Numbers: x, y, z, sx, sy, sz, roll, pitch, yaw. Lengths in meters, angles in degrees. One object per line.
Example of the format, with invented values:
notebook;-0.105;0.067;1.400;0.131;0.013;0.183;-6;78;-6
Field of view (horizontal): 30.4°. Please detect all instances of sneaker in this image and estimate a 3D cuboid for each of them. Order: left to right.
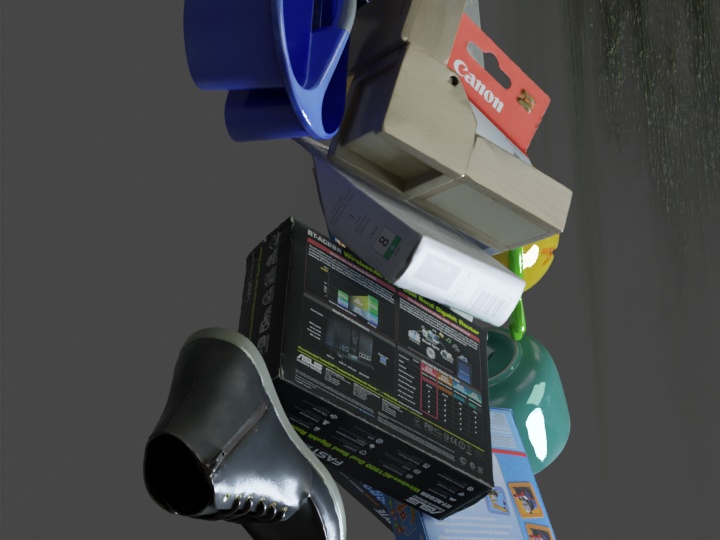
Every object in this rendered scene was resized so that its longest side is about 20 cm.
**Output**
sneaker;-0.078;0.145;0.845;0.200;0.075;0.106;64;29;-26

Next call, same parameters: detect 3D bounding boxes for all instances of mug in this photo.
mug;0.132;0.141;1.377;0.185;0.152;0.114;-75;152;-51

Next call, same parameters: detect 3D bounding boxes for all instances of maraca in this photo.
maraca;0.147;-0.028;1.335;0.137;0.107;0.200;-91;174;-63

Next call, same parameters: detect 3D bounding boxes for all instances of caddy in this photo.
caddy;-0.053;-0.187;0.974;0.141;0.105;0.200;59;29;-55

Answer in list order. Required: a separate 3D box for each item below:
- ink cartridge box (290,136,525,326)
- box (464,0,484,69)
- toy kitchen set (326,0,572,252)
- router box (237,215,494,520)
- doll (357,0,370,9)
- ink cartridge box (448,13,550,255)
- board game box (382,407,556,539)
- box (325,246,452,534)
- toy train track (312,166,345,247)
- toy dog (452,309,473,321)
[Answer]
ink cartridge box;0.018;-0.039;1.054;0.161;0.200;0.050;21;103;-52
box;0.064;-0.205;1.363;0.128;0.109;0.200;20;65;-72
toy kitchen set;0.066;-0.138;1.077;0.180;0.163;0.200;27;66;-24
router box;0.005;0.072;0.961;0.200;0.062;0.150;31;41;-27
doll;-0.010;-0.251;1.116;0.200;0.136;0.048;38;20;-37
ink cartridge box;0.104;-0.138;1.206;0.160;0.047;0.200;40;60;-24
board game box;0.088;0.196;1.027;0.151;0.037;0.200;12;49;-41
box;0.030;0.100;1.134;0.199;0.050;0.200;48;46;-45
toy train track;0.000;0.000;1.179;0.115;0.033;0.200;-37;115;-60
toy dog;0.069;-0.029;1.256;0.132;0.096;0.200;58;4;31
